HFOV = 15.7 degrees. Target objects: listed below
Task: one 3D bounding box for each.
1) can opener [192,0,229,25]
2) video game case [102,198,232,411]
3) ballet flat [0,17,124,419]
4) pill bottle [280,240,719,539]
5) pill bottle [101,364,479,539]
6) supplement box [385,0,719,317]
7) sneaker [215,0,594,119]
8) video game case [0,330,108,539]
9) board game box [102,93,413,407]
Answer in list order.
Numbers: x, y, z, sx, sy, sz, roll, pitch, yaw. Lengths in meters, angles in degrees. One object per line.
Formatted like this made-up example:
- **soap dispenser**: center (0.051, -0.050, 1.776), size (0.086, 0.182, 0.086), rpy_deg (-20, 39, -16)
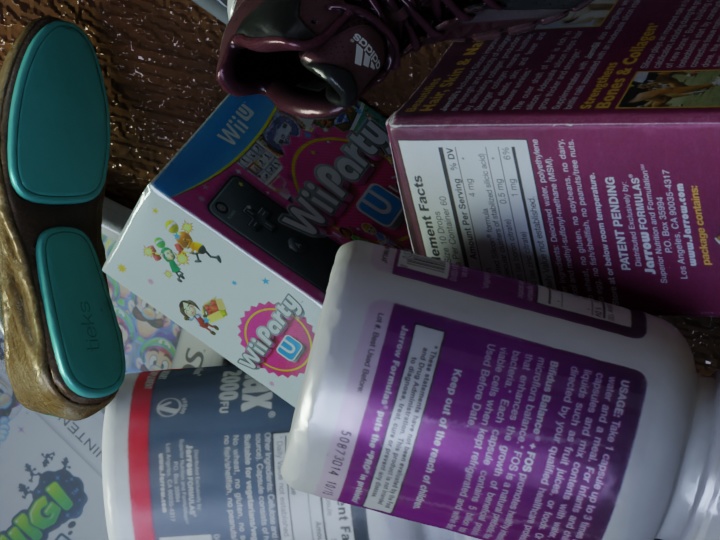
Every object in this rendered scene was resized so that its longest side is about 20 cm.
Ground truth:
- **can opener**: center (-0.121, -0.163, 1.238), size (0.200, 0.053, 0.067), rpy_deg (31, 98, 8)
- **video game case**: center (-0.166, 0.032, 1.403), size (0.200, 0.024, 0.182), rpy_deg (25, 127, 9)
- **ballet flat**: center (-0.160, -0.022, 1.294), size (0.072, 0.068, 0.200), rpy_deg (-20, 75, 46)
- **pill bottle**: center (0.074, 0.063, 1.108), size (0.200, 0.112, 0.112), rpy_deg (15, 126, 0)
- **pill bottle**: center (-0.021, 0.103, 1.312), size (0.199, 0.120, 0.120), rpy_deg (-5, 120, 6)
- **supplement box**: center (0.132, -0.053, 1.152), size (0.200, 0.131, 0.103), rpy_deg (2, 122, 25)
- **sneaker**: center (0.027, -0.109, 1.122), size (0.200, 0.116, 0.076), rpy_deg (-16, 116, 21)
- **video game case**: center (-0.221, 0.125, 1.353), size (0.182, 0.200, 0.024), rpy_deg (46, 163, -8)
- **board game box**: center (0.000, 0.000, 1.236), size (0.200, 0.148, 0.064), rpy_deg (34, 129, 1)
